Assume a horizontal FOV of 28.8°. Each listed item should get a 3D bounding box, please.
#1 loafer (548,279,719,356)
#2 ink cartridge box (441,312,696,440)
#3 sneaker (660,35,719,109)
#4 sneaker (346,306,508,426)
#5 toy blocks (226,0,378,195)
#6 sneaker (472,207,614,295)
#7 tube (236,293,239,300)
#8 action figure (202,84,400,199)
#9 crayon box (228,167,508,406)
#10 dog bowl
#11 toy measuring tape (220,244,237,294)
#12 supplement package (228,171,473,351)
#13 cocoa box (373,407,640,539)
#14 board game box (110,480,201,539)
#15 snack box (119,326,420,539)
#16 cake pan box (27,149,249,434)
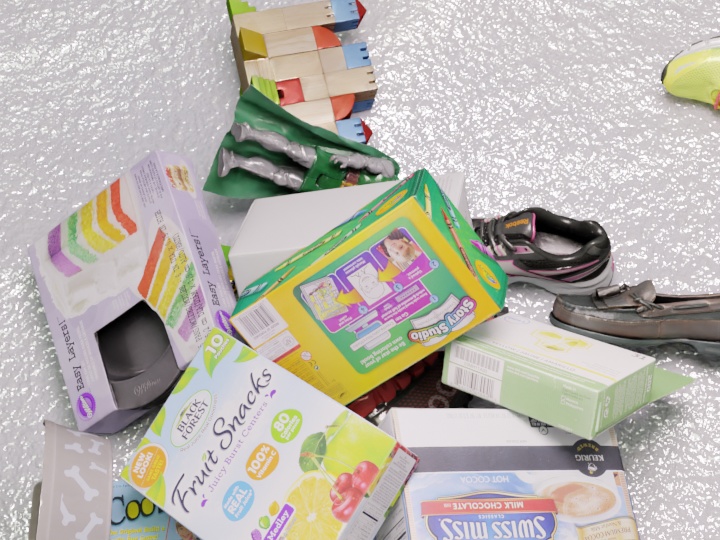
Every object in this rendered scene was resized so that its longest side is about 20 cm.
[{"bbox_3d":[0.270,0.032,1.258,0.197,0.072,0.064,8,108,0],"label":"loafer"},{"bbox_3d":[0.181,0.075,1.173,0.144,0.049,0.199,18,22,34],"label":"ink cartridge box"},{"bbox_3d":[0.387,-0.164,1.347,0.197,0.078,0.091,8,68,6],"label":"sneaker"},{"bbox_3d":[0.070,0.108,1.244,0.199,0.071,0.099,-31,85,-23],"label":"sneaker"},{"bbox_3d":[-0.046,-0.182,1.377,0.135,0.100,0.203,-11,75,-12],"label":"toy blocks"},{"bbox_3d":[0.137,-0.028,1.292,0.197,0.087,0.081,-2,63,3],"label":"sneaker"},{"bbox_3d":[-0.124,0.109,1.267,0.058,0.052,0.202,15,46,-37],"label":"tube"},{"bbox_3d":[-0.034,-0.091,1.313,0.198,0.119,0.055,14,37,-25],"label":"action figure"},{"bbox_3d":[0.006,0.023,1.138,0.199,0.058,0.119,-33,107,23],"label":"crayon box"},{"bbox_3d":[-0.240,0.224,1.142,0.058,0.200,0.203,6,64,-14],"label":"dog bowl"},{"bbox_3d":[-0.196,-0.003,1.308,0.197,0.074,0.074,11,66,16],"label":"toy measuring tape"},{"bbox_3d":[0.000,0.000,1.228,0.197,0.118,0.118,-6,28,13],"label":"supplement package"},{"bbox_3d":[0.103,0.198,1.129,0.197,0.134,0.133,2,58,-18],"label":"cocoa box"},{"bbox_3d":[-0.148,0.280,1.147,0.103,0.103,0.203,-6,65,13],"label":"board game box"},{"bbox_3d":[-0.073,0.152,1.075,0.199,0.053,0.143,29,81,34],"label":"snack box"},{"bbox_3d":[-0.200,0.025,1.250,0.183,0.052,0.202,-32,67,30],"label":"cake pan box"}]
